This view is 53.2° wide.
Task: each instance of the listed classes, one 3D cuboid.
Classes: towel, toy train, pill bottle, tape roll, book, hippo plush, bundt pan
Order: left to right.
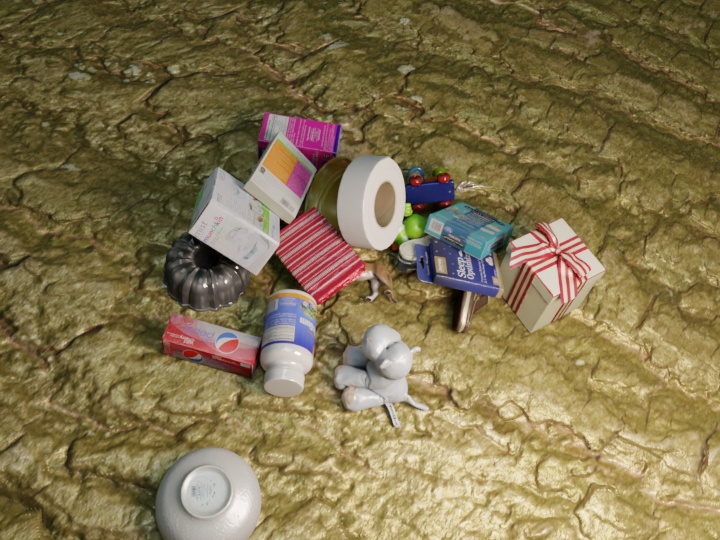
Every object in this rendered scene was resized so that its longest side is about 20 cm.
[{"bbox_3d":[-0.340,-0.014,1.594,0.197,0.076,0.205,5,56,-7],"label":"bundt pan"},{"bbox_3d":[-0.180,-0.216,1.672,0.133,0.048,0.202,39,39,-17],"label":"book"},{"bbox_3d":[-0.150,0.152,1.489,0.110,0.113,0.203,5,56,-5],"label":"pill bottle"},{"bbox_3d":[-0.098,-0.034,1.600,0.144,0.023,0.201,-36,68,-14],"label":"towel"},{"bbox_3d":[0.027,-0.151,1.602,0.070,0.204,0.204,9,49,30],"label":"tape roll"},{"bbox_3d":[0.036,0.205,1.452,0.157,0.162,0.201,-25,63,-24],"label":"hippo plush"},{"bbox_3d":[0.208,-0.219,1.797,0.195,0.086,0.117,-6,33,3],"label":"toy train"}]

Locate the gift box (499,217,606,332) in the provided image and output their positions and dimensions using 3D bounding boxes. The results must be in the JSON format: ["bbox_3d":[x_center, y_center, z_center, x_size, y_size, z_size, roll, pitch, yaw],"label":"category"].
[{"bbox_3d":[0.419,0.016,1.627,0.198,0.188,0.185,-27,63,-26],"label":"gift box"}]

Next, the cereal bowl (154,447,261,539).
[{"bbox_3d":[-0.277,0.415,1.308,0.196,0.084,0.203,5,56,-7],"label":"cereal bowl"}]

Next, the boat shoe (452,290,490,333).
[{"bbox_3d":[0.263,0.059,1.644,0.073,0.075,0.205,19,55,-3],"label":"boat shoe"}]

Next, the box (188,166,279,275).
[{"bbox_3d":[-0.270,-0.114,1.569,0.175,0.097,0.201,32,20,-22],"label":"box"}]

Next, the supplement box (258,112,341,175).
[{"bbox_3d":[-0.154,-0.313,1.810,0.196,0.102,0.105,10,56,-1],"label":"supplement box"}]

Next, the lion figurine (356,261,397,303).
[{"bbox_3d":[0.000,0.000,1.652,0.197,0.073,0.124,23,44,-11],"label":"lion figurine"}]

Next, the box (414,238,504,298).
[{"bbox_3d":[0.222,-0.009,1.622,0.196,0.033,0.123,11,44,-12],"label":"box"}]

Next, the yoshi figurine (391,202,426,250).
[{"bbox_3d":[0.097,-0.144,1.732,0.111,0.112,0.203,-13,74,-40],"label":"yoshi figurine"}]

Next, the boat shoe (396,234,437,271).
[{"bbox_3d":[0.174,-0.041,1.700,0.197,0.063,0.075,-17,51,-29],"label":"boat shoe"}]

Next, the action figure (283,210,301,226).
[{"bbox_3d":[-0.124,-0.038,1.648,0.051,0.065,0.203,0,61,-35],"label":"action figure"}]

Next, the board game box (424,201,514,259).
[{"bbox_3d":[0.259,-0.097,1.695,0.149,0.048,0.199,29,25,21],"label":"board game box"}]

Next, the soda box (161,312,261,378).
[{"bbox_3d":[-0.307,0.156,1.491,0.196,0.064,0.071,16,55,1],"label":"soda box"}]

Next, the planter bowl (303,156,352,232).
[{"bbox_3d":[-0.044,-0.160,1.709,0.083,0.199,0.203,21,45,-40],"label":"planter bowl"}]
